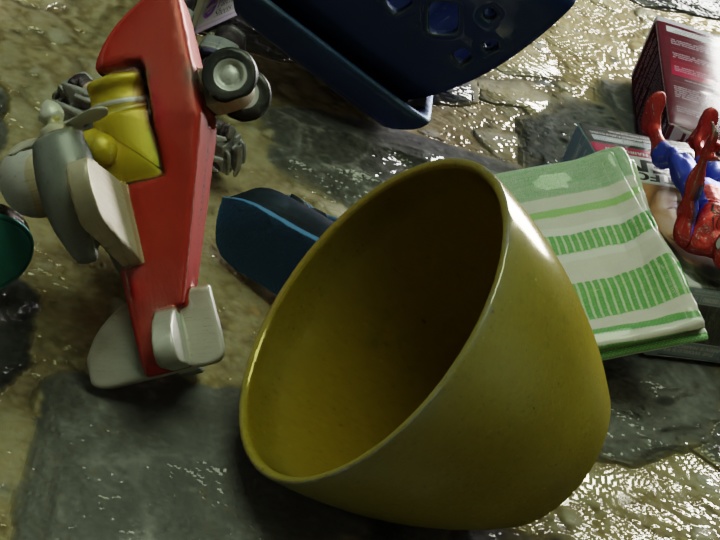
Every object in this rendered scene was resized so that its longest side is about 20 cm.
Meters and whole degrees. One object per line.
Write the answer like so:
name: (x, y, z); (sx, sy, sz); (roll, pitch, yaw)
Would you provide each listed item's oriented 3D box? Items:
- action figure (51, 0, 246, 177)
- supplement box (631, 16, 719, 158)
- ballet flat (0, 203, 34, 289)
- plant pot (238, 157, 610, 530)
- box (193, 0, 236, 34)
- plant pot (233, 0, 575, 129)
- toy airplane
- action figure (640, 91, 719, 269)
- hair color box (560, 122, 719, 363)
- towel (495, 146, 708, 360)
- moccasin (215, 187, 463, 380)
action figure: (-0.128, -0.111, 1.547); (0.130, 0.069, 0.200); (28, 33, -3)
supplement box: (0.271, -0.117, 1.821); (0.108, 0.061, 0.200); (18, 28, -5)
ballet flat: (-0.269, -0.004, 1.282); (0.075, 0.068, 0.200); (20, 27, 31)
plant pot: (0.053, 0.060, 1.279); (0.142, 0.200, 0.200); (36, 21, -29)
box: (-0.086, -0.224, 1.786); (0.039, 0.042, 0.200); (30, 29, 16)
plant pot: (0.024, -0.229, 1.690); (0.200, 0.180, 0.200); (36, 26, -17)
toy airplane: (-0.133, -0.032, 1.311); (0.141, 0.200, 0.199); (8, 40, 5)
action figure: (0.238, -0.077, 1.577); (0.065, 0.099, 0.200); (14, 33, -12)
hair color box: (0.212, -0.018, 1.618); (0.099, 0.061, 0.200); (8, 33, -23)
towel: (0.127, -0.007, 1.522); (0.152, 0.023, 0.200); (-12, 38, -4)
moccasin: (0.000, 0.000, 1.426); (0.200, 0.081, 0.068); (40, 36, 28)
